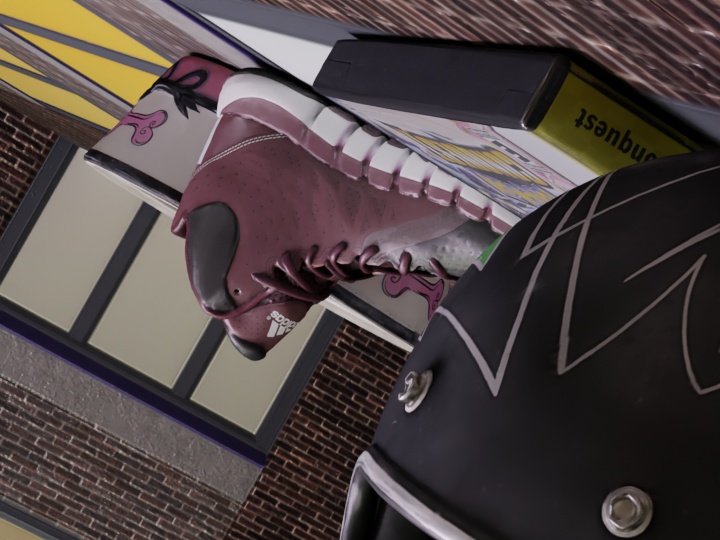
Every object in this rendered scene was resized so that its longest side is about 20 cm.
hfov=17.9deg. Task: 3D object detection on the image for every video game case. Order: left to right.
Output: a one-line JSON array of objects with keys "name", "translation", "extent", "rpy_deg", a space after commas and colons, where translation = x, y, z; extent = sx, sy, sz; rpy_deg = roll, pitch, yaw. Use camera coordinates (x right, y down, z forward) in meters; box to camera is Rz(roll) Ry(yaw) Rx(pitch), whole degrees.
[{"name": "video game case", "translation": [0.090, -0.017, 0.734], "extent": [0.180, 0.026, 0.200], "rpy_deg": [31, 177, -19]}]

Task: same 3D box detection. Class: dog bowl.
[{"name": "dog bowl", "translation": [-0.035, -0.036, 1.145], "extent": [0.200, 0.074, 0.200], "rpy_deg": [30, 178, 1]}]

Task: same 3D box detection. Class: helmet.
[{"name": "helmet", "translation": [0.091, 0.065, 0.532], "extent": [0.199, 0.191, 0.200], "rpy_deg": [7, -149, -4]}]

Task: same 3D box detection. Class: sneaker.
[{"name": "sneaker", "translation": [0.000, 0.000, 0.995], "extent": [0.200, 0.116, 0.076], "rpy_deg": [28, 177, 30]}]
